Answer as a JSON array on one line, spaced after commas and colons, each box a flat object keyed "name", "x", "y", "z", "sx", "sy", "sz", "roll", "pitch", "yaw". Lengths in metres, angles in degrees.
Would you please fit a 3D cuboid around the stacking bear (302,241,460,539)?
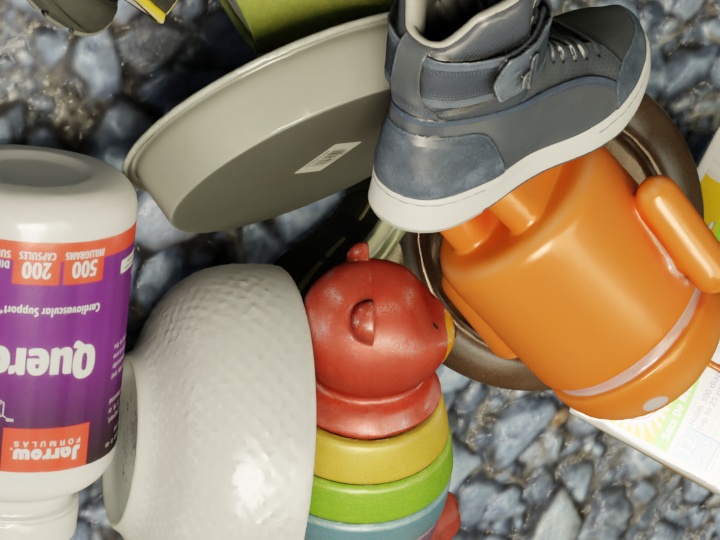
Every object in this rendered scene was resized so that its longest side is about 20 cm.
[{"name": "stacking bear", "x": 0.004, "y": 0.083, "z": 1.376, "sx": 0.114, "sy": 0.122, "sz": 0.200, "roll": 4, "pitch": 125, "yaw": 1}]

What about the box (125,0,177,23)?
[{"name": "box", "x": -0.093, "y": -0.244, "z": 1.209, "sx": 0.200, "sy": 0.049, "sz": 0.160, "roll": -54, "pitch": 137, "yaw": -5}]

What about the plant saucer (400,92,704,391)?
[{"name": "plant saucer", "x": 0.106, "y": -0.024, "z": 1.479, "sx": 0.200, "sy": 0.032, "sz": 0.201, "roll": -1, "pitch": 100, "yaw": -5}]

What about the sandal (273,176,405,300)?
[{"name": "sandal", "x": 0.001, "y": 0.000, "z": 1.431, "sx": 0.057, "sy": 0.080, "sz": 0.201, "roll": 38, "pitch": 95, "yaw": -28}]

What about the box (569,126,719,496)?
[{"name": "box", "x": 0.221, "y": 0.024, "z": 1.559, "sx": 0.112, "sy": 0.101, "sz": 0.200, "roll": 27, "pitch": 94, "yaw": 5}]

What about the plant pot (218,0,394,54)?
[{"name": "plant pot", "x": 0.011, "y": -0.200, "z": 1.322, "sx": 0.200, "sy": 0.187, "sz": 0.187, "roll": -30, "pitch": 124, "yaw": -5}]

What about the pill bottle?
[{"name": "pill bottle", "x": -0.179, "y": 0.042, "z": 1.322, "sx": 0.112, "sy": 0.112, "sz": 0.200, "roll": -6, "pitch": 112, "yaw": -32}]

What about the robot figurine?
[{"name": "robot figurine", "x": 0.124, "y": 0.003, "z": 1.401, "sx": 0.144, "sy": 0.117, "sz": 0.200, "roll": -41, "pitch": 115, "yaw": 7}]

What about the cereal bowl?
[{"name": "cereal bowl", "x": -0.090, "y": 0.094, "z": 1.360, "sx": 0.083, "sy": 0.200, "sz": 0.200, "roll": 5, "pitch": 107, "yaw": -16}]

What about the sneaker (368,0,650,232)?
[{"name": "sneaker", "x": 0.084, "y": -0.123, "z": 1.259, "sx": 0.202, "sy": 0.077, "sz": 0.146, "roll": -37, "pitch": 143, "yaw": -39}]

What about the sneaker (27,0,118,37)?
[{"name": "sneaker", "x": -0.163, "y": -0.202, "z": 1.245, "sx": 0.079, "sy": 0.075, "sz": 0.200, "roll": -29, "pitch": 125, "yaw": 3}]

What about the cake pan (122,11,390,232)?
[{"name": "cake pan", "x": -0.027, "y": -0.075, "z": 1.336, "sx": 0.200, "sy": 0.200, "sz": 0.037, "roll": -19, "pitch": 77, "yaw": -26}]
